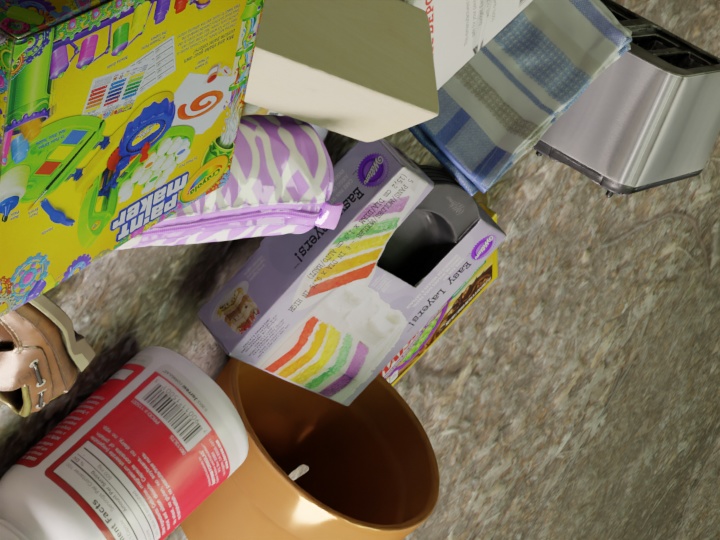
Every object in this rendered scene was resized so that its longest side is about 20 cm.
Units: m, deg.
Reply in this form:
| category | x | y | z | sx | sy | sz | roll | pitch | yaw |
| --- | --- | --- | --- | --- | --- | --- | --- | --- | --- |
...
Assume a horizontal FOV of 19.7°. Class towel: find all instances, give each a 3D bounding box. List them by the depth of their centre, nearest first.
| category | x | y | z | sx | sy | sz | roll | pitch | yaw |
| --- | --- | --- | --- | --- | --- | --- | --- | --- | --- |
| towel | 0.101 | -0.166 | 1.554 | 0.200 | 0.147 | 0.024 | -45 | -177 | -27 |

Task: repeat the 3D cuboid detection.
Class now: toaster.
| category | x | y | z | sx | sy | sz | roll | pitch | yaw |
| --- | --- | --- | --- | --- | --- | --- | --- | --- | --- |
| toaster | 0.192 | -0.152 | 1.708 | 0.200 | 0.180 | 0.119 | -15 | 132 | -58 |

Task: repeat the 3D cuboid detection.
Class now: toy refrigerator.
| category | x | y | z | sx | sy | sz | roll | pitch | yaw |
| --- | --- | --- | --- | --- | --- | --- | --- | --- | --- |
| toy refrigerator | -0.040 | -0.143 | 1.301 | 0.070 | 0.076 | 0.200 | -19 | 159 | 37 |

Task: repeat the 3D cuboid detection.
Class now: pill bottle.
| category | x | y | z | sx | sy | sz | roll | pitch | yaw |
| --- | --- | --- | --- | --- | --- | --- | --- | --- | --- |
| pill bottle | -0.183 | 0.156 | 1.467 | 0.200 | 0.112 | 0.112 | -43 | 154 | -26 |

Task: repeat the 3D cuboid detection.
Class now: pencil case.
| category | x | y | z | sx | sy | sz | roll | pitch | yaw |
| --- | --- | --- | --- | --- | --- | --- | --- | --- | --- |
| pencil case | -0.112 | -0.051 | 1.300 | 0.199 | 0.086 | 0.084 | -12 | 133 | -37 |

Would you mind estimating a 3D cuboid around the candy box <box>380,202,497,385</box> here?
| category | x | y | z | sx | sy | sz | roll | pitch | yaw |
| --- | --- | --- | --- | --- | --- | --- | --- | --- | --- |
| candy box | 0.050 | 0.037 | 1.811 | 0.200 | 0.026 | 0.102 | -45 | 152 | -23 |

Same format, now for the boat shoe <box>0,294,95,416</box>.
| category | x | y | z | sx | sy | sz | roll | pitch | yaw |
| --- | --- | --- | --- | --- | --- | --- | --- | --- | --- |
| boat shoe | -0.221 | 0.043 | 1.290 | 0.068 | 0.072 | 0.200 | -52 | 157 | -10 |

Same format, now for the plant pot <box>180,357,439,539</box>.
| category | x | y | z | sx | sy | sz | roll | pitch | yaw |
| --- | --- | --- | --- | --- | --- | --- | --- | --- | --- |
| plant pot | -0.055 | 0.167 | 1.659 | 0.140 | 0.200 | 0.200 | -49 | 163 | 30 |

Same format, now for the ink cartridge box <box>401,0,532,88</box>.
| category | x | y | z | sx | sy | sz | roll | pitch | yaw |
| --- | --- | --- | --- | --- | --- | --- | --- | --- | --- |
| ink cartridge box | 0.066 | -0.229 | 1.467 | 0.200 | 0.084 | 0.146 | -44 | 154 | -25 |

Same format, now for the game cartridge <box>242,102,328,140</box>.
| category | x | y | z | sx | sy | sz | roll | pitch | yaw |
| --- | --- | --- | --- | --- | --- | --- | --- | --- | --- |
| game cartridge | -0.088 | -0.085 | 1.429 | 0.200 | 0.041 | 0.134 | -3 | 120 | -62 |

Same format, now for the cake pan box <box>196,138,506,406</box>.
| category | x | y | z | sx | sy | sz | roll | pitch | yaw |
| --- | --- | --- | --- | --- | --- | --- | --- | --- | --- |
| cake pan box | 0.000 | 0.000 | 1.556 | 0.200 | 0.052 | 0.184 | -46 | 150 | 8 |

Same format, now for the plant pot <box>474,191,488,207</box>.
| category | x | y | z | sx | sy | sz | roll | pitch | yaw |
| --- | --- | --- | --- | --- | --- | --- | --- | --- | --- |
| plant pot | 0.040 | -0.003 | 1.803 | 0.200 | 0.027 | 0.200 | -44 | 155 | -27 |

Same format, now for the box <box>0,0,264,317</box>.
| category | x | y | z | sx | sy | sz | roll | pitch | yaw |
| --- | --- | --- | --- | --- | --- | --- | --- | --- | --- |
| box | -0.164 | -0.111 | 1.126 | 0.200 | 0.122 | 0.193 | -34 | 149 | -42 |
